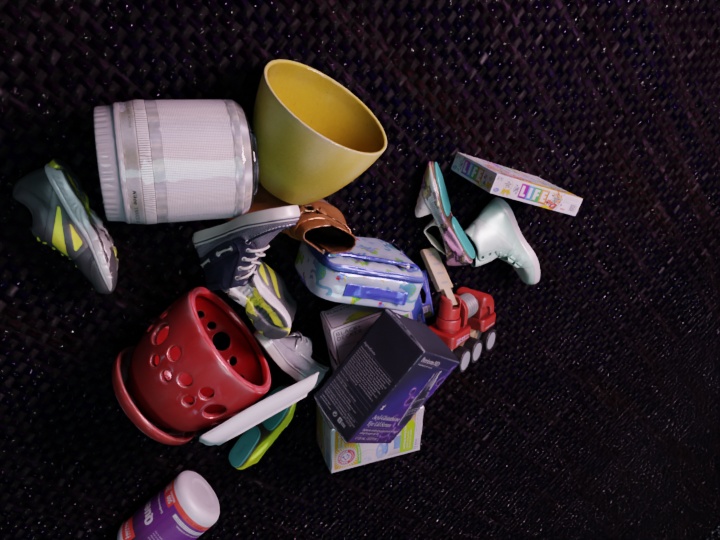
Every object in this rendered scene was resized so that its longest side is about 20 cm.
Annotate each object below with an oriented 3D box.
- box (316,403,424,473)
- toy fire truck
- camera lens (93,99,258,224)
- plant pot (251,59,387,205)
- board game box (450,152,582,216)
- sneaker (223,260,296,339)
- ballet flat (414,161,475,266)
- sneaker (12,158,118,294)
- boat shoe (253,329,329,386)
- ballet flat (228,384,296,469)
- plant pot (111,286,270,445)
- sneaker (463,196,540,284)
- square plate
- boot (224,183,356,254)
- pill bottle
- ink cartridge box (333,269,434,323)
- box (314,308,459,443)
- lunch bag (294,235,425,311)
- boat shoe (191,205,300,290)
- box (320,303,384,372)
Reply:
[{"bbox_3d":[0.016,0.309,1.160,0.197,0.101,0.114,-7,117,-20],"label":"box"},{"bbox_3d":[0.180,0.062,1.101,0.175,0.127,0.204,-20,120,-50],"label":"toy fire truck"},{"bbox_3d":[-0.245,-0.148,0.781,0.197,0.160,0.163,-6,117,-21],"label":"camera lens"},{"bbox_3d":[-0.081,-0.182,0.837,0.198,0.202,0.142,19,128,-30],"label":"plant pot"},{"bbox_3d":[0.276,-0.154,1.025,0.197,0.135,0.035,9,111,-28],"label":"board game box"},{"bbox_3d":[-0.176,0.017,0.943,0.074,0.085,0.202,-25,104,20],"label":"sneaker"},{"bbox_3d":[0.140,-0.092,1.033,0.070,0.069,0.202,-18,111,24],"label":"ballet flat"},{"bbox_3d":[-0.412,-0.053,0.816,0.083,0.075,0.203,-20,113,-7],"label":"sneaker"},{"bbox_3d":[-0.118,0.145,1.034,0.072,0.070,0.201,-45,139,-7],"label":"boat shoe"},{"bbox_3d":[-0.175,0.298,1.101,0.201,0.067,0.067,-52,144,10],"label":"ballet flat"},{"bbox_3d":[-0.265,0.159,0.904,0.182,0.201,0.201,-38,124,4],"label":"plant pot"},{"bbox_3d":[0.266,-0.028,1.117,0.118,0.074,0.202,-39,114,-9],"label":"sneaker"},{"bbox_3d":[-0.165,0.231,0.930,0.196,0.200,0.029,-25,81,-22],"label":"square plate"},{"bbox_3d":[-0.111,-0.072,0.880,0.197,0.155,0.078,9,112,-27],"label":"boot"},{"bbox_3d":[-0.367,0.477,1.068,0.199,0.113,0.113,-40,124,-1],"label":"pill bottle"},{"bbox_3d":[0.054,0.088,1.105,0.197,0.042,0.121,-24,122,-13],"label":"ink cartridge box"},{"bbox_3d":[0.046,0.182,0.966,0.201,0.104,0.147,-51,146,11],"label":"box"},{"bbox_3d":[0.000,0.000,0.963,0.197,0.161,0.084,9,112,-26],"label":"lunch bag"},{"bbox_3d":[-0.155,-0.029,0.819,0.074,0.198,0.094,-15,92,-52],"label":"boat shoe"},{"bbox_3d":[0.002,0.153,1.056,0.115,0.060,0.203,-17,123,-14],"label":"box"}]
